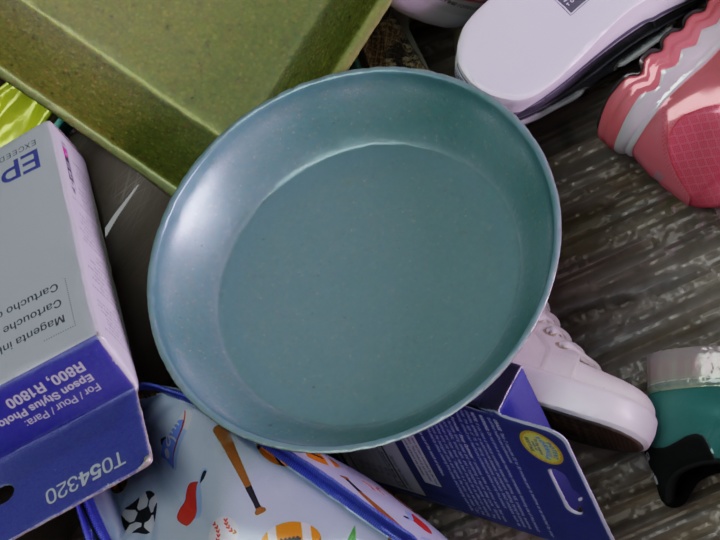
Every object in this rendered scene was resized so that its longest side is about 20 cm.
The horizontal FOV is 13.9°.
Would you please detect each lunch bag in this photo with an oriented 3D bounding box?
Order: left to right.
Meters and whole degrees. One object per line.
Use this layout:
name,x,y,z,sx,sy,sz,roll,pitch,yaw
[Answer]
lunch bag,-0.045,0.139,1.415,0.200,0.170,0.124,36,87,22

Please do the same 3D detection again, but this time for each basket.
basket,-0.161,0.040,1.498,0.200,0.136,0.180,-52,30,-5

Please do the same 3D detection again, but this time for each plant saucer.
plant saucer,-0.085,-0.155,1.434,0.199,0.048,0.201,34,110,1
plant saucer,0.000,0.000,1.369,0.199,0.036,0.201,-8,60,14

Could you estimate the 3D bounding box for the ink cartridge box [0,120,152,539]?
ink cartridge box,-0.204,0.050,1.402,0.196,0.043,0.201,-29,46,12

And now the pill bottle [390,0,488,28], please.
pill bottle,0.076,-0.222,1.445,0.200,0.112,0.113,-46,65,33

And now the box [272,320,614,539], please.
box,0.030,0.073,1.415,0.199,0.121,0.033,16,63,29

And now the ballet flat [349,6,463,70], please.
ballet flat,0.012,-0.125,1.516,0.075,0.068,0.201,-25,74,-10

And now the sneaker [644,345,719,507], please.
sneaker,0.228,0.076,1.386,0.199,0.071,0.081,-3,78,27

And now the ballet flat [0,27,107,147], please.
ballet flat,-0.141,-0.125,1.513,0.067,0.067,0.200,43,92,5

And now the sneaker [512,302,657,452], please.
sneaker,0.069,0.022,1.439,0.199,0.073,0.085,24,82,35

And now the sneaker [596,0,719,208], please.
sneaker,0.211,-0.112,1.442,0.200,0.074,0.087,-45,81,10

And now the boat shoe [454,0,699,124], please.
boat shoe,0.128,-0.138,1.469,0.200,0.068,0.072,-40,76,-13
